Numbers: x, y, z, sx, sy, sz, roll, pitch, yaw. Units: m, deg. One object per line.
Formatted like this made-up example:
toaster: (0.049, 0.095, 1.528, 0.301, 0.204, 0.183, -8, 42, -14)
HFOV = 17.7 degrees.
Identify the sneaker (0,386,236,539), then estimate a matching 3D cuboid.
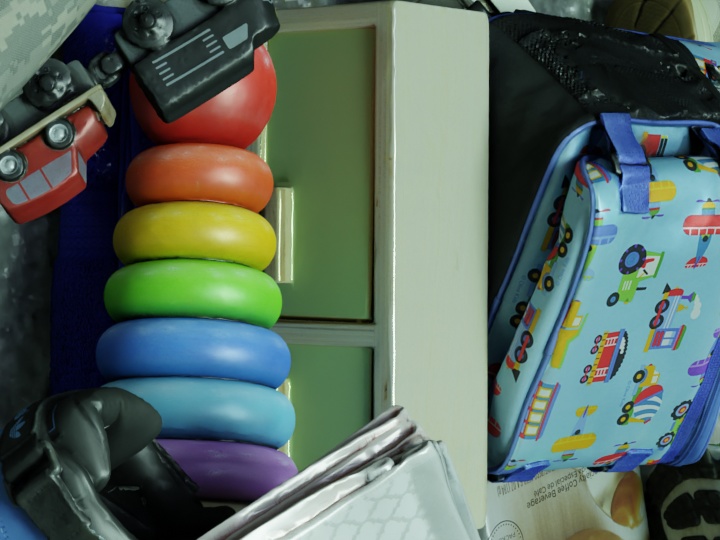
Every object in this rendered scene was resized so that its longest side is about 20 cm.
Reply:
sneaker: (-0.125, 0.062, 0.741, 0.200, 0.111, 0.077, 40, 20, 5)

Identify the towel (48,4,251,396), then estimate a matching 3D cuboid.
towel: (-0.055, 0.001, 0.912, 0.147, 0.049, 0.201, 5, 86, -45)

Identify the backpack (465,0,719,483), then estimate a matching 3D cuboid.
backpack: (0.119, -0.007, 0.969, 0.200, 0.135, 0.183, 2, 122, -36)

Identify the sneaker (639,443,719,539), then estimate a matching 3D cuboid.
sneaker: (0.173, 0.104, 1.034, 0.088, 0.200, 0.077, -15, 93, -20)

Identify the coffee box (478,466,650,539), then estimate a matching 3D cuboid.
coffee box: (0.074, 0.172, 1.022, 0.114, 0.080, 0.201, -20, 104, -45)

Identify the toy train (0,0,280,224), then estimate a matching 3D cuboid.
toy train: (-0.114, -0.041, 0.796, 0.200, 0.034, 0.046, -33, 85, -5)

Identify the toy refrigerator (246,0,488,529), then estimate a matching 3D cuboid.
toy refrigerator: (0.000, 0.000, 0.889, 0.070, 0.076, 0.201, -1, 92, -52)

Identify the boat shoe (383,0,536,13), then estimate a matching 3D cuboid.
boat shoe: (0.068, -0.069, 1.032, 0.060, 0.072, 0.202, -37, 136, 1)

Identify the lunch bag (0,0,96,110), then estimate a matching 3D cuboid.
lunch bag: (-0.177, -0.071, 0.700, 0.200, 0.167, 0.140, -52, 125, -33)

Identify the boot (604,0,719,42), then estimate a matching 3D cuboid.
boot: (0.191, -0.046, 1.156, 0.154, 0.072, 0.201, -8, 95, -48)

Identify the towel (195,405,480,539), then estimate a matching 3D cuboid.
towel: (-0.020, 0.172, 0.729, 0.191, 0.032, 0.200, -34, 119, -21)

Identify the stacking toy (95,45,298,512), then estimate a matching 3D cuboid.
stacking toy: (-0.058, 0.005, 0.827, 0.085, 0.085, 0.201, 12, 77, -45)
